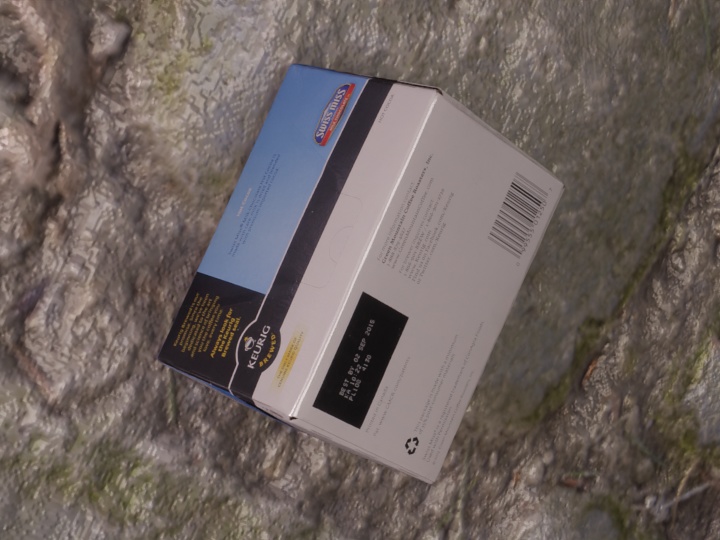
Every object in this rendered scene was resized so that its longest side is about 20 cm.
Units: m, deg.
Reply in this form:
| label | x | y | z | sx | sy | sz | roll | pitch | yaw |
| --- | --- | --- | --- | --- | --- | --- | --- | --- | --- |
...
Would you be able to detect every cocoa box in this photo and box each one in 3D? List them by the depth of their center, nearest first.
| label | x | y | z | sx | sy | sz | roll | pitch | yaw |
| --- | --- | --- | --- | --- | --- | --- | --- | --- | --- |
| cocoa box | 0.000 | 0.000 | 1.035 | 0.133 | 0.131 | 0.200 | 30 | 81 | -43 |
